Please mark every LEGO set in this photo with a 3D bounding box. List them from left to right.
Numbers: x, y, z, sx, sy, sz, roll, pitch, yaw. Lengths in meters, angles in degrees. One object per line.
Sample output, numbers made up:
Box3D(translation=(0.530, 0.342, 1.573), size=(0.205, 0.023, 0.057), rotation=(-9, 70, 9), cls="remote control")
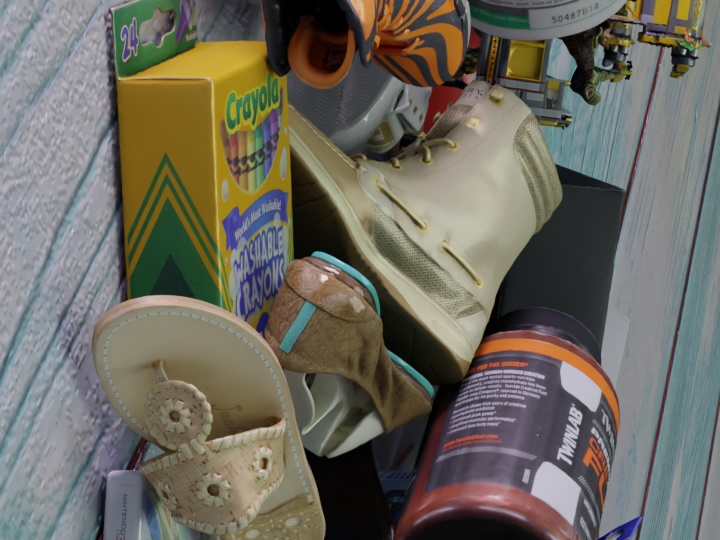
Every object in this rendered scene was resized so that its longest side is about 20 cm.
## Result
Box3D(translation=(0.126, -0.128, 1.530), size=(0.200, 0.154, 0.116), rotation=(-161, -102, -69), cls="LEGO set")

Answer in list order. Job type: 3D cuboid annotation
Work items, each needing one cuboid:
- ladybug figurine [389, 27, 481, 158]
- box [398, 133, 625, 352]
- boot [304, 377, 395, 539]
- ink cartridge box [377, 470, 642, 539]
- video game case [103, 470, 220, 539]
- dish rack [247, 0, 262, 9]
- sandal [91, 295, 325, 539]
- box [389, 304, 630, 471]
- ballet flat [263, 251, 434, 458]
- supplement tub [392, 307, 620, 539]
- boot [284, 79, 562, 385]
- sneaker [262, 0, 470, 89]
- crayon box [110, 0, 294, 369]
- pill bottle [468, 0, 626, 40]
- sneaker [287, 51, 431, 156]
Box3D(translation=(0.062, -0.141, 1.671), size=(0.136, 0.072, 0.200), rotation=(16, 76, -75), cls="ladybug figurine")
Box3D(translation=(0.083, -0.002, 1.539), size=(0.200, 0.079, 0.141), rotation=(-149, -117, -68), cls="box")
Box3D(translation=(-0.017, 0.152, 1.354), size=(0.097, 0.075, 0.200), rotation=(88, 2, -64), cls="boot")
Box3D(translation=(0.065, 0.170, 1.461), size=(0.136, 0.200, 0.076), rotation=(-33, 124, -73), cls="ink cartridge box")
Box3D(translation=(-0.089, 0.192, 1.227), size=(0.200, 0.022, 0.182), rotation=(19, 73, -75), cls="video game case")
Box3D(translation=(-0.041, -0.235, 1.329), size=(0.172, 0.044, 0.200), rotation=(68, 27, -55), cls="dish rack")
Box3D(translation=(-0.057, 0.097, 1.138), size=(0.212, 0.078, 0.070), rotation=(64, 7, -50), cls="sandal")
Box3D(translation=(0.100, 0.101, 1.686), size=(0.124, 0.097, 0.200), rotation=(-47, -167, 36), cls="box")
Box3D(translation=(-0.012, 0.055, 1.257), size=(0.072, 0.068, 0.200), rotation=(-56, 162, -11), cls="ballet flat")
Box3D(translation=(0.085, 0.105, 1.348), size=(0.200, 0.107, 0.107), rotation=(-70, 157, -52), cls="supplement tub")
Box3D(translation=(0.021, -0.057, 1.343), size=(0.200, 0.073, 0.155), rotation=(47, 57, -21), cls="boot")
Box3D(translation=(-0.006, -0.128, 1.250), size=(0.200, 0.078, 0.112), rotation=(50, 41, -50), cls="sneaker")
Box3D(translation=(-0.074, -0.037, 1.205), size=(0.126, 0.052, 0.200), rotation=(-43, 132, -70), cls="crayon box")
Box3D(translation=(0.090, -0.234, 1.339), size=(0.200, 0.113, 0.113), rotation=(79, 19, -44), cls="pill bottle")
Box3D(translation=(0.007, -0.104, 1.464), size=(0.200, 0.074, 0.116), rotation=(-75, 157, -46), cls="sneaker")
